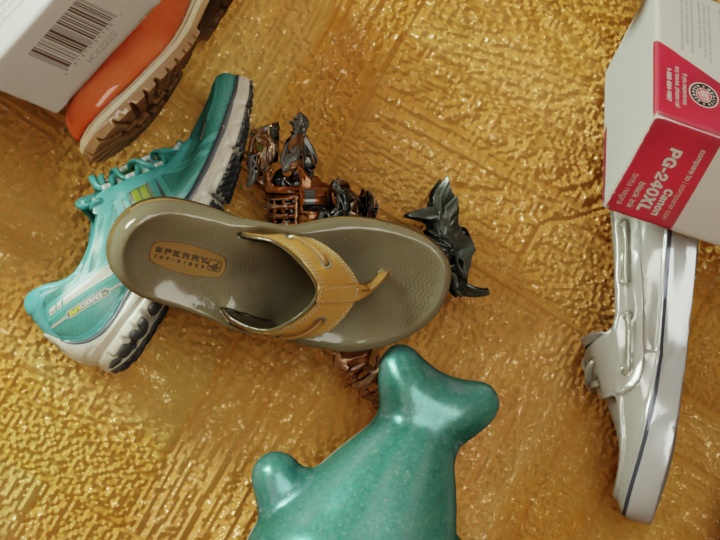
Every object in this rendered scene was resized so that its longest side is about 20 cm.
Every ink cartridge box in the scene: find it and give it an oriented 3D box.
[{"bbox_3d":[0.255,-0.078,1.521,0.199,0.084,0.146,19,39,-9],"label":"ink cartridge box"}]

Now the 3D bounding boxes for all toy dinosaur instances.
[{"bbox_3d":[0.000,0.000,1.491,0.135,0.102,0.201,-21,113,-2],"label":"toy dinosaur"}]

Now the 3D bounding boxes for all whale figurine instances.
[{"bbox_3d":[0.012,0.146,1.432,0.159,0.104,0.201,27,89,-7],"label":"whale figurine"}]

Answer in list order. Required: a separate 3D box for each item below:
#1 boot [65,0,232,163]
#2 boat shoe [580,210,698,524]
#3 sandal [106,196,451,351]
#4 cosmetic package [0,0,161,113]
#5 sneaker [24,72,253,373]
[{"bbox_3d":[-0.143,-0.150,1.463,0.107,0.075,0.200,31,49,-6],"label":"boot"},{"bbox_3d":[0.166,0.053,1.518,0.065,0.072,0.201,7,85,6],"label":"boat shoe"},{"bbox_3d":[-0.045,0.005,1.411,0.199,0.054,0.081,10,102,-13],"label":"sandal"},{"bbox_3d":[-0.204,-0.198,1.414,0.101,0.071,0.200,-44,58,18],"label":"cosmetic package"},{"bbox_3d":[-0.125,-0.038,1.467,0.079,0.078,0.200,30,74,4],"label":"sneaker"}]
